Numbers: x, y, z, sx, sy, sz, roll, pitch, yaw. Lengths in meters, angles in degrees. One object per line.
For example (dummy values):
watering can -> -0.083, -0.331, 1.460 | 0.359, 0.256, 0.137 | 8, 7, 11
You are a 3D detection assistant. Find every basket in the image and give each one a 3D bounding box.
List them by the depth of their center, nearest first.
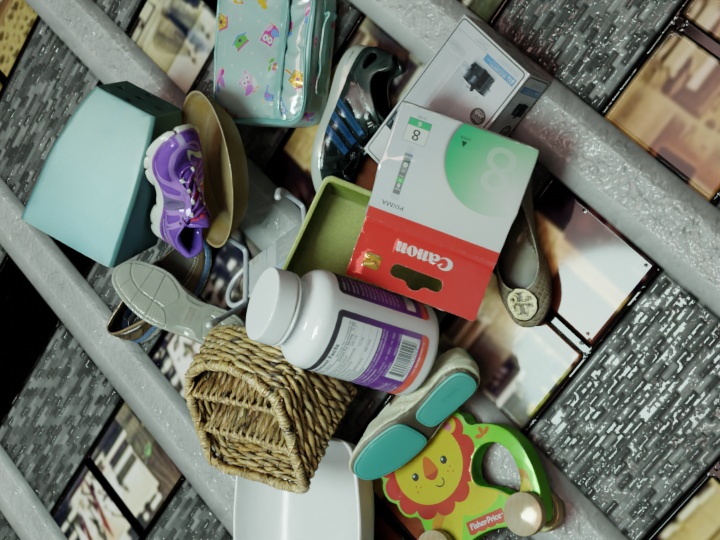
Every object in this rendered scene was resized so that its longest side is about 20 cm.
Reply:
basket -> -0.133, 0.162, 1.260 | 0.199, 0.143, 0.150 | 6, 60, 45

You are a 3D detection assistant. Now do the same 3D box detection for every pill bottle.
pill bottle -> -0.022, 0.064, 1.165 | 0.111, 0.199, 0.112 | -43, 37, 45

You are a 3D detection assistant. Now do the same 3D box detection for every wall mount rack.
wall mount rack -> -0.126, -0.006, 1.320 | 0.200, 0.074, 0.175 | -35, 39, 28

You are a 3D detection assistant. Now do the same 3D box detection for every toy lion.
toy lion -> 0.114, 0.238, 1.219 | 0.199, 0.068, 0.193 | -30, 68, 29

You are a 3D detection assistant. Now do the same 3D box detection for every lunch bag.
lunch bag -> -0.108, -0.285, 1.336 | 0.159, 0.077, 0.202 | 8, 97, 33

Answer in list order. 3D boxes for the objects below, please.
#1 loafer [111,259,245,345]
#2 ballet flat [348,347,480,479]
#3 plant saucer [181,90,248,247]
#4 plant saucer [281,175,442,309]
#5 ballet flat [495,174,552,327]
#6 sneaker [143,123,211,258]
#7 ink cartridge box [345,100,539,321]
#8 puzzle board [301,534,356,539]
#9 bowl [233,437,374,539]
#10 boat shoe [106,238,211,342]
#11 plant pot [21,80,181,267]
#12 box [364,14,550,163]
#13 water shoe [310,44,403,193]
loafer -> -0.242, 0.057, 1.395 | 0.199, 0.063, 0.072 | 29, 72, 3
ballet flat -> 0.063, 0.167, 1.219 | 0.200, 0.067, 0.062 | -43, 28, 17
plant saucer -> -0.185, -0.131, 1.343 | 0.200, 0.035, 0.202 | 35, 130, 56
plant saucer -> 0.000, 0.000, 1.235 | 0.201, 0.199, 0.048 | -63, 24, 17
ballet flat -> 0.176, -0.035, 1.178 | 0.067, 0.046, 0.202 | -5, 87, 31
sneaker -> -0.218, -0.099, 1.322 | 0.083, 0.080, 0.201 | 43, 148, 29
ink cartridge box -> 0.086, -0.064, 1.142 | 0.160, 0.050, 0.201 | 20, 90, 5
puzzle board -> 0.013, 0.413, 1.303 | 0.199, 0.017, 0.152 | -5, 88, 35
bowl -> -0.062, 0.310, 1.306 | 0.199, 0.074, 0.202 | -7, 77, 35
boat shoe -> -0.282, 0.031, 1.455 | 0.072, 0.072, 0.200 | 49, 114, 22
plant pot -> -0.321, -0.136, 1.370 | 0.141, 0.141, 0.201 | 28, 110, 6
box -> 0.109, -0.178, 1.210 | 0.117, 0.060, 0.200 | 49, 115, 22
water shoe -> -0.004, -0.174, 1.276 | 0.078, 0.071, 0.202 | 18, 101, 29
